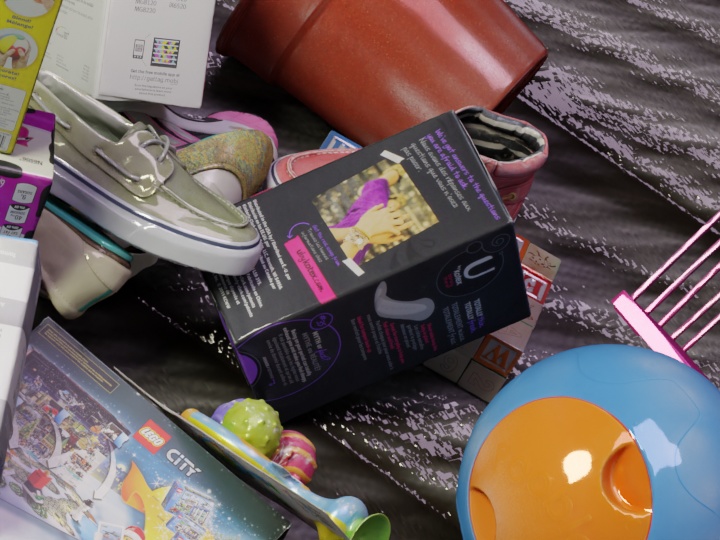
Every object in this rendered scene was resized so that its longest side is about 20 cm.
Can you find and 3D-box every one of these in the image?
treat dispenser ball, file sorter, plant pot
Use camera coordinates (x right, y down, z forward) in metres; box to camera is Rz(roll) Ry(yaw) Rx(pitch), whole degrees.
[{"bbox_3d":[0.161,0.149,1.425,0.199,0.201,0.202,15,43,-15],"label":"treat dispenser ball"},{"bbox_3d":[0.288,0.052,1.574,0.139,0.125,0.200,50,6,23],"label":"file sorter"},{"bbox_3d":[0.026,-0.176,1.689,0.195,0.201,0.201,43,43,3],"label":"plant pot"}]

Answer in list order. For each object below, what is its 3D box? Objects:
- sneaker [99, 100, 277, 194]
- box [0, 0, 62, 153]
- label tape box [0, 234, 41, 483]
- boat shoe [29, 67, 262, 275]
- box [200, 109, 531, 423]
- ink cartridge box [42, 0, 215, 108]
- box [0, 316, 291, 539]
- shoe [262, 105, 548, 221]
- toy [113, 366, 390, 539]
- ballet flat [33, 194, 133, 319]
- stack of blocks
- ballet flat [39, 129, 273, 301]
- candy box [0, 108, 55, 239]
[{"bbox_3d":[-0.137,-0.068,1.565,0.198,0.081,0.087,-2,53,-28],"label":"sneaker"},{"bbox_3d":[-0.221,-0.163,1.216,0.116,0.201,0.049,15,44,-14],"label":"box"},{"bbox_3d":[-0.268,0.072,1.243,0.142,0.066,0.202,10,69,-4],"label":"label tape box"},{"bbox_3d":[-0.148,-0.063,1.406,0.199,0.062,0.072,27,21,7],"label":"boat shoe"},{"bbox_3d":[0.000,0.000,1.478,0.199,0.123,0.107,-22,56,-4],"label":"box"},{"bbox_3d":[-0.170,-0.220,1.560,0.083,0.177,0.200,3,13,-26],"label":"ink cartridge box"},{"bbox_3d":[-0.159,0.138,1.310,0.200,0.038,0.137,39,52,8],"label":"box"},{"bbox_3d":[0.034,-0.075,1.565,0.198,0.091,0.072,6,46,-24],"label":"shoe"},{"bbox_3d":[-0.053,0.115,1.356,0.047,0.115,0.200,-48,50,-9],"label":"toy"},{"bbox_3d":[-0.223,-0.034,1.438,0.069,0.070,0.200,-11,38,-36],"label":"ballet flat"},{"bbox_3d":[0.036,-0.004,1.611,0.199,0.059,0.115,30,41,0],"label":"stack of blocks"},{"bbox_3d":[-0.138,-0.032,1.495,0.199,0.071,0.071,-24,61,-15],"label":"ballet flat"},{"bbox_3d":[-0.275,-0.021,1.348,0.135,0.201,0.061,11,45,-17],"label":"candy box"}]
